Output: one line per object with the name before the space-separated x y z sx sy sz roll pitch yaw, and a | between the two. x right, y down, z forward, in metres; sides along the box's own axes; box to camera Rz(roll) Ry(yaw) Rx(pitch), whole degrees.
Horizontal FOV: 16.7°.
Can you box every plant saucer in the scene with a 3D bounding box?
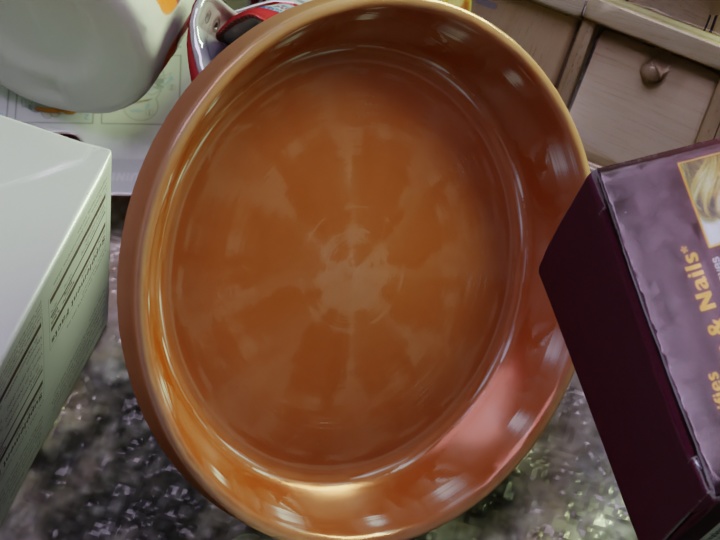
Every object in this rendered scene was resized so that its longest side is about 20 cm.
plant saucer | 0.000 0.000 0.886 0.200 0.201 0.032 -32 24 -25

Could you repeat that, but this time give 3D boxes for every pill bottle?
pill bottle | -0.094 -0.174 1.041 0.114 0.114 0.201 20 56 14

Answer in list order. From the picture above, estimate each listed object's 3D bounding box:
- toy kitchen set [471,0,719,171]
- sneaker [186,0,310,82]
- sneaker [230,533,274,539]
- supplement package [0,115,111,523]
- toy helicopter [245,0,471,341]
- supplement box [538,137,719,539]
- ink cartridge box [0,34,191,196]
toy kitchen set | 0.125 -0.102 0.960 0.199 0.180 0.164 22 97 16
sneaker | -0.027 -0.102 1.040 0.071 0.113 0.201 7 50 5
sneaker | -0.033 0.134 0.814 0.072 0.200 0.072 30 96 1
supplement package | -0.201 0.037 0.919 0.155 0.111 0.201 18 52 7
toy helicopter | 0.002 -0.044 0.957 0.078 0.132 0.201 9 62 22
supplement box | 0.172 0.008 0.792 0.199 0.086 0.111 -15 72 -13
ink cartridge box | -0.149 -0.104 1.088 0.159 0.047 0.201 0 56 -2
